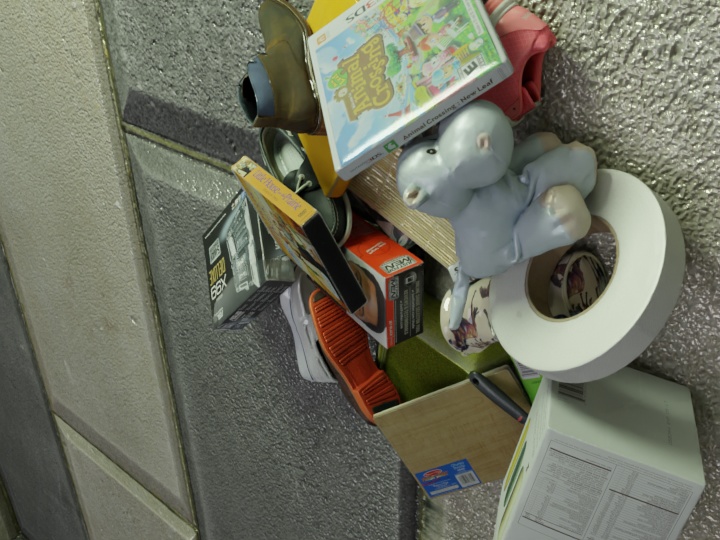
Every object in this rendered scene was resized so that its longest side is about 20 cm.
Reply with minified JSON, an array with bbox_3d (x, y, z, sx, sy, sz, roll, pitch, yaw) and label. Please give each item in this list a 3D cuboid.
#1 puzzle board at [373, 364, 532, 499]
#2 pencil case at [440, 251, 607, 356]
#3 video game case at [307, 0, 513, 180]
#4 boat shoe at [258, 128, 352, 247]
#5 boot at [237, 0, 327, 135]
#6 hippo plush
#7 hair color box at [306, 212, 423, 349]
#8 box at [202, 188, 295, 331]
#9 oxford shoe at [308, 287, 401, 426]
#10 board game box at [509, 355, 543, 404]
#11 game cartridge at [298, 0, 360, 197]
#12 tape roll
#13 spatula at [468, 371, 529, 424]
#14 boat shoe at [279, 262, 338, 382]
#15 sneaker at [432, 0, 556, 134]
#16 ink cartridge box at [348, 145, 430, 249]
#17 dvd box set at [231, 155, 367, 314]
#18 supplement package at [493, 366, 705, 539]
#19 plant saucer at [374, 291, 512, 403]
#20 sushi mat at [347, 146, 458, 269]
[{"bbox_3d":[0.134,0.208,0.983,0.197,0.018,0.152,-25,111,27],"label":"puzzle board"},{"bbox_3d":[0.176,0.044,0.861,0.198,0.077,0.092,-18,84,49],"label":"pencil case"},{"bbox_3d":[0.036,-0.205,0.738,0.180,0.022,0.203,-30,50,21],"label":"video game case"},{"bbox_3d":[-0.075,-0.109,0.977,0.076,0.060,0.202,-50,52,22],"label":"boat shoe"},{"bbox_3d":[-0.104,-0.242,0.899,0.075,0.095,0.203,-54,52,47],"label":"boot"},{"bbox_3d":[0.108,-0.087,0.743,0.160,0.161,0.199,37,127,-24],"label":"hippo plush"},{"bbox_3d":[0.000,0.000,0.987,0.199,0.060,0.104,37,138,47],"label":"hair color box"},{"bbox_3d":[-0.169,-0.020,1.144,0.199,0.049,0.162,-37,57,50],"label":"box"},{"bbox_3d":[-0.021,0.122,1.055,0.204,0.070,0.072,63,151,7],"label":"oxford shoe"},{"bbox_3d":[0.250,0.168,0.903,0.095,0.030,0.204,-18,98,50],"label":"board game box"},{"bbox_3d":[-0.025,-0.217,0.897,0.201,0.032,0.179,-54,52,47],"label":"game cartridge"},{"bbox_3d":[0.206,0.004,0.734,0.037,0.208,0.201,25,154,-32],"label":"tape roll"},{"bbox_3d":[0.208,0.179,0.905,0.198,0.021,0.057,35,136,6],"label":"spatula"},{"bbox_3d":[-0.064,0.075,1.143,0.064,0.074,0.204,6,125,30],"label":"boat shoe"},{"bbox_3d":[0.133,-0.165,0.778,0.086,0.073,0.203,35,135,22],"label":"sneaker"},{"bbox_3d":[0.018,-0.129,0.946,0.201,0.039,0.100,50,140,11],"label":"ink cartridge box"},{"bbox_3d":[-0.077,-0.046,0.944,0.199,0.029,0.148,40,163,49],"label":"dvd box set"},{"bbox_3d":[0.234,0.218,0.798,0.147,0.152,0.204,18,119,9],"label":"supplement package"},{"bbox_3d":[0.090,0.138,1.032,0.198,0.048,0.204,33,134,27],"label":"plant saucer"},{"bbox_3d":[0.059,-0.082,0.896,0.199,0.012,0.097,40,137,19],"label":"sushi mat"}]
